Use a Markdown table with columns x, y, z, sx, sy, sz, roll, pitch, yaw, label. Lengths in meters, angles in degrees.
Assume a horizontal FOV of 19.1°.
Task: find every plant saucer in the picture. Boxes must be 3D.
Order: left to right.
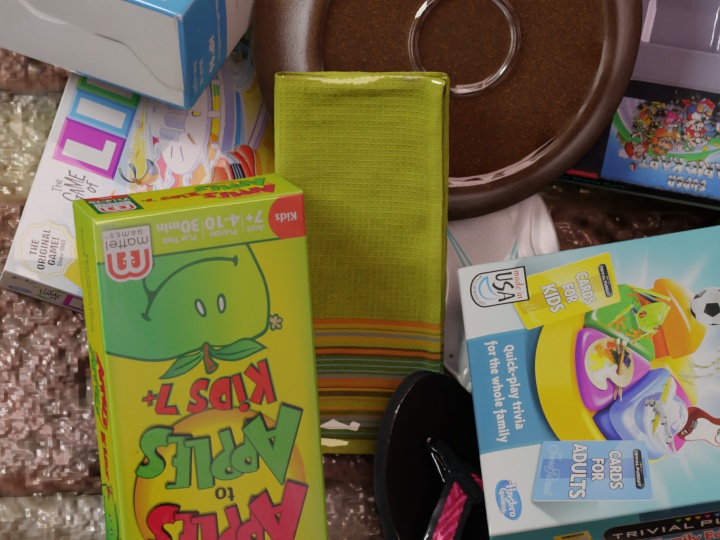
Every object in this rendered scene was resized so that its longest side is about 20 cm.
| x | y | z | sx | sy | sz | roll | pitch | yaw | label |
| --- | --- | --- | --- | --- | --- | --- | --- | --- | --- |
| 0.048 | -0.115 | 1.044 | 0.200 | 0.032 | 0.200 | -4 | 111 | -11 | plant saucer |

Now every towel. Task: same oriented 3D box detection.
| x | y | z | sx | sy | sz | roll | pitch | yaw | label |
| --- | --- | --- | --- | --- | --- | --- | --- | --- | --- |
| 0.000 | 0.000 | 1.049 | 0.086 | 0.018 | 0.200 | -1 | 112 | -4 | towel |

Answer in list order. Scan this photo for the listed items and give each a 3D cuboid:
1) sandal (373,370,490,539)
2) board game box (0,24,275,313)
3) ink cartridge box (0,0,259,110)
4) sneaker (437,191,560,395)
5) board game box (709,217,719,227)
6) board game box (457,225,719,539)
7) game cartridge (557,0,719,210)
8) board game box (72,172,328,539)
| x | y | z | sx | sy | sz | roll | pitch | yaw | label |
| --- | --- | --- | --- | --- | --- | --- | --- | --- | --- |
| 0.050 | 0.148 | 1.050 | 0.075 | 0.045 | 0.200 | -3 | 90 | -38 | sandal |
| -0.090 | -0.065 | 1.096 | 0.134 | 0.034 | 0.200 | 19 | 72 | -10 | board game box |
| -0.089 | -0.182 | 1.056 | 0.116 | 0.068 | 0.200 | 20 | 54 | 15 | ink cartridge box |
| 0.080 | 0.054 | 1.101 | 0.080 | 0.070 | 0.200 | -17 | 74 | -11 | sneaker |
| 0.210 | -0.005 | 1.131 | 0.200 | 0.096 | 0.030 | -37 | 111 | -21 | board game box |
| 0.153 | 0.054 | 1.003 | 0.200 | 0.047 | 0.151 | -10 | 53 | 6 | board game box |
| 0.164 | -0.101 | 1.116 | 0.200 | 0.038 | 0.130 | 11 | 81 | 19 | game cartridge |
| -0.074 | 0.061 | 1.017 | 0.102 | 0.048 | 0.200 | -9 | 106 | -18 | board game box |
